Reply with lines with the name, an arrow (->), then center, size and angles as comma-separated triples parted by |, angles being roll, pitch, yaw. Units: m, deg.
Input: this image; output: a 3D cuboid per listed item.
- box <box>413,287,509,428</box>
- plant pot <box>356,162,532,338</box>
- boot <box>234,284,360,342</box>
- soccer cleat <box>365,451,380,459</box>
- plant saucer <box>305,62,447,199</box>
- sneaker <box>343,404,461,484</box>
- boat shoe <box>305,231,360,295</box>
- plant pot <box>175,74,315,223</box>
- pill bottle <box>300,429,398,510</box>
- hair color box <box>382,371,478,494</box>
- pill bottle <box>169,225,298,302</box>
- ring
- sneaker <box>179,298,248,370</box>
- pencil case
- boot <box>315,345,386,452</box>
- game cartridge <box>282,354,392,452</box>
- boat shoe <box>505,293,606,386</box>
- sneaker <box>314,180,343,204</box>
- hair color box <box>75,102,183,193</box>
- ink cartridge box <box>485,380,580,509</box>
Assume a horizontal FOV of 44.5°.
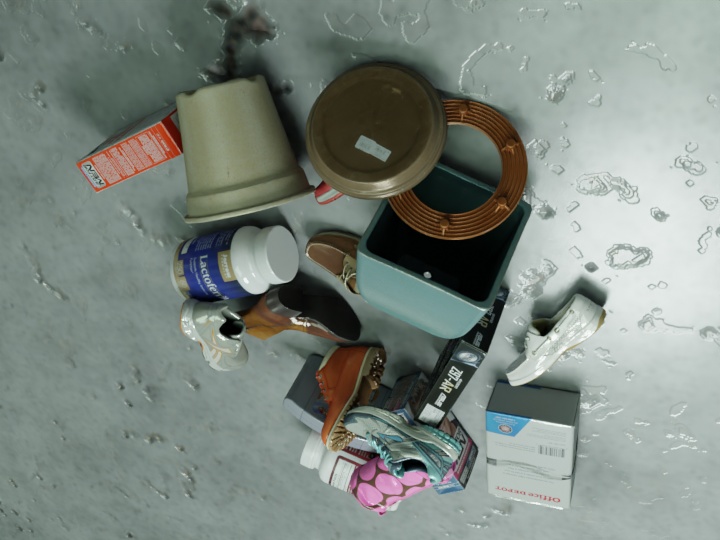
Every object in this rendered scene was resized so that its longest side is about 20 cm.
box -> 0.158, 0.134, 1.385 | 0.044, 0.160, 0.200 | 28, 130, 3
plant pot -> 0.105, -0.011, 1.288 | 0.196, 0.196, 0.200 | 25, 149, 5
boot -> -0.123, 0.100, 1.540 | 0.188, 0.069, 0.200 | 18, 152, -32
soccer cleat -> -0.010, 0.269, 1.622 | 0.200, 0.085, 0.069 | 37, 115, 23
plant saucer -> 0.018, -0.196, 1.203 | 0.200, 0.200, 0.029 | 13, 171, 14
sneaker -> 0.053, 0.276, 1.390 | 0.200, 0.086, 0.078 | 13, 151, 27
boat shoe -> 0.000, 0.000, 1.414 | 0.200, 0.072, 0.076 | 22, 130, 8
plant pot -> -0.183, -0.183, 1.291 | 0.200, 0.200, 0.184 | -7, 103, 28
pill bottle -> -0.006, 0.363, 1.657 | 0.200, 0.113, 0.113 | 22, 130, 9
hair color box -> 0.124, 0.288, 1.552 | 0.060, 0.100, 0.200 | -22, 113, 36
pill bottle -> -0.210, -0.012, 1.471 | 0.200, 0.116, 0.116 | -11, 119, 29
ring -> 0.127, -0.141, 1.197 | 0.200, 0.201, 0.019 | 18, 170, 11
sneaker -> -0.227, 0.117, 1.505 | 0.092, 0.076, 0.200 | -1, 150, 21
pencil case -> 0.075, 0.347, 1.496 | 0.200, 0.091, 0.094 | -38, 67, 42
boot -> -0.038, 0.216, 1.516 | 0.107, 0.200, 0.075 | 9, 145, 24
game cartridge -> -0.029, 0.240, 1.563 | 0.200, 0.133, 0.042 | 24, 131, 5
boat shoe -> 0.288, 0.103, 1.369 | 0.069, 0.071, 0.200 | 40, 121, -6
sneaker -> -0.016, -0.188, 1.298 | 0.200, 0.078, 0.116 | -34, 93, 32
hair color box -> -0.341, -0.201, 1.393 | 0.200, 0.111, 0.064 | -15, 116, 32
ink cartridge box -> 0.293, 0.297, 1.495 | 0.145, 0.084, 0.200 | 7, 126, 19
